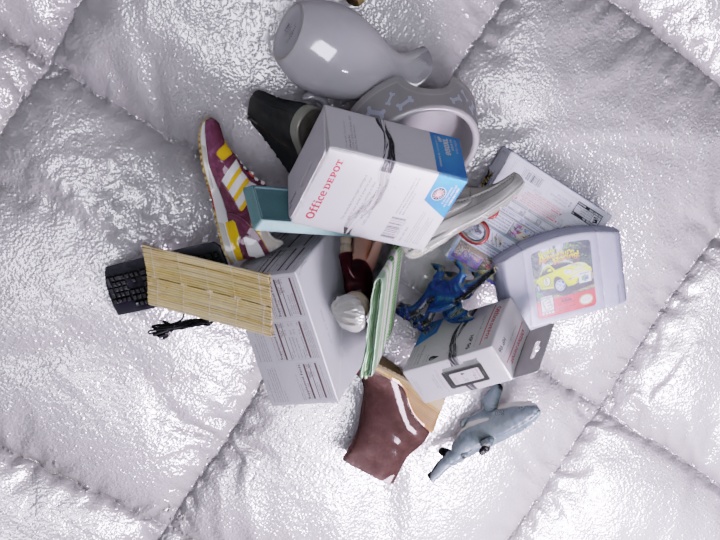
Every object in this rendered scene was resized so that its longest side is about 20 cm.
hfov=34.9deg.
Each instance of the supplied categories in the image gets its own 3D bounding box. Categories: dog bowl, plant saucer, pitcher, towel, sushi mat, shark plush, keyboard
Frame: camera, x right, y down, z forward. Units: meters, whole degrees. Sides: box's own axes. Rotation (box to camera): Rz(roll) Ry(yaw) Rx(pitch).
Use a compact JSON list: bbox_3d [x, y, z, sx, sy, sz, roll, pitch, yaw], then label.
[{"bbox_3d":[0.073,-0.179,1.573,0.197,0.059,0.201,-12,144,-9],"label":"dog bowl"},{"bbox_3d":[-0.060,-0.081,1.544,0.198,0.071,0.019,2,144,-30],"label":"plant saucer"},{"bbox_3d":[-0.025,-0.262,1.550,0.198,0.121,0.173,19,110,-30],"label":"pitcher"},{"bbox_3d":[0.031,0.047,1.617,0.023,0.200,0.155,10,111,7],"label":"towel"},{"bbox_3d":[-0.204,0.026,1.537,0.198,0.012,0.097,13,120,20],"label":"sushi mat"},{"bbox_3d":[0.184,0.255,1.782,0.198,0.083,0.092,-25,112,-4],"label":"shark plush"},{"bbox_3d":[-0.259,0.035,1.591,0.198,0.021,0.128,-12,113,24],"label":"keyboard"}]

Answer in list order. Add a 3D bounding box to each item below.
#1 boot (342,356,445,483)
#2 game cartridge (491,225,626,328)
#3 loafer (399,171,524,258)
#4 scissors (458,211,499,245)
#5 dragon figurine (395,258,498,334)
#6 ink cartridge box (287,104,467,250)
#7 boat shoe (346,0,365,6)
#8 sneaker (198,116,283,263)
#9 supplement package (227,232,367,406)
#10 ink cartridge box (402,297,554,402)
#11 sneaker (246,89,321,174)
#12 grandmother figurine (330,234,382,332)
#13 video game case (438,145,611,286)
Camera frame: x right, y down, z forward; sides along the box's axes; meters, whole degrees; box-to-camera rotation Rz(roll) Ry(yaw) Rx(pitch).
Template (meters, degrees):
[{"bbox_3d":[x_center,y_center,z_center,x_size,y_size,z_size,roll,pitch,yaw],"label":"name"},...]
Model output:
[{"bbox_3d":[0.020,0.223,1.738,0.199,0.072,0.167,32,97,-24],"label":"boot"},{"bbox_3d":[0.296,0.006,1.704,0.197,0.041,0.135,-15,107,-7],"label":"game cartridge"},{"bbox_3d":[0.137,-0.090,1.616,0.198,0.070,0.070,-30,88,2],"label":"loafer"},{"bbox_3d":[0.101,-0.086,1.663,0.197,0.014,0.074,10,100,6],"label":"scissors"},{"bbox_3d":[0.134,0.042,1.668,0.059,0.199,0.101,28,70,-34],"label":"dragon figurine"},{"bbox_3d":[0.019,-0.119,1.502,0.198,0.085,0.145,11,137,-21],"label":"ink cartridge box"},{"bbox_3d":[-0.030,-0.452,1.510,0.066,0.074,0.201,-34,114,-14],"label":"boat shoe"},{"bbox_3d":[-0.163,-0.115,1.563,0.089,0.075,0.203,-14,90,-3],"label":"sneaker"},{"bbox_3d":[-0.079,0.061,1.602,0.110,0.156,0.202,-6,114,25],"label":"supplement package"},{"bbox_3d":[0.171,0.111,1.663,0.198,0.116,0.068,-20,116,35],"label":"ink cartridge box"},{"bbox_3d":[-0.087,-0.166,1.595,0.075,0.106,0.201,-43,143,-25],"label":"sneaker"},{"bbox_3d":[0.000,0.000,1.590,0.060,0.202,0.122,-16,132,27],"label":"grandmother figurine"},{"bbox_3d":[0.246,-0.057,1.713,0.199,0.045,0.182,29,99,-20],"label":"video game case"}]
